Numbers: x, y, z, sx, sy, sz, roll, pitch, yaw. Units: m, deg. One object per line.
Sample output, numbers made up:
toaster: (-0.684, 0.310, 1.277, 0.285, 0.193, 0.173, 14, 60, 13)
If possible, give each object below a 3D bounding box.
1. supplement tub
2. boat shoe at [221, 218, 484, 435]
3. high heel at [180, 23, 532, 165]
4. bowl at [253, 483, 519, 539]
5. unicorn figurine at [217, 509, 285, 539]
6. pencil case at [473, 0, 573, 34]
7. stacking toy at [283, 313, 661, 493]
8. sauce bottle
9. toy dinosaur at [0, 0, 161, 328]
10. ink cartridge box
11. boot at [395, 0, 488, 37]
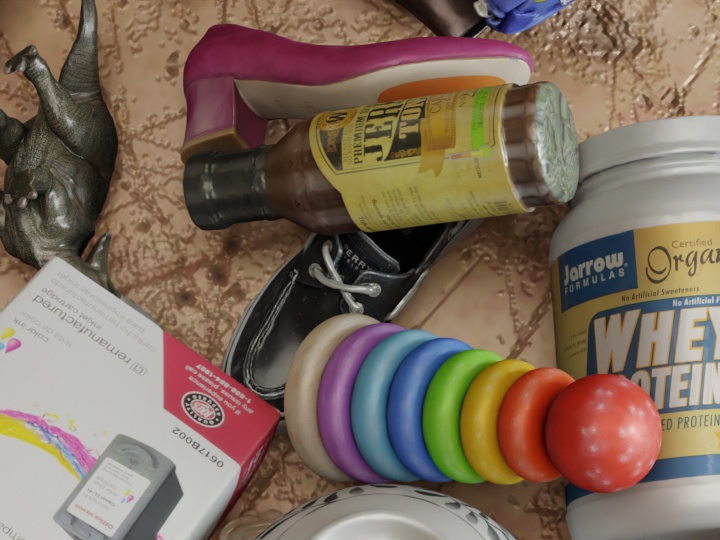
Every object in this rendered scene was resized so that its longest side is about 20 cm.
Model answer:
supplement tub: (0.167, 0.038, 1.205, 0.143, 0.145, 0.202, -3, 75, 1)
boat shoe: (0.000, 0.000, 1.260, 0.072, 0.068, 0.200, 43, 80, 12)
high heel: (-0.003, -0.110, 1.268, 0.199, 0.067, 0.096, -16, 49, 26)
bowl: (0.011, 0.172, 1.132, 0.199, 0.094, 0.202, -2, 57, 2)
unicorn figurine: (-0.056, 0.213, 1.211, 0.136, 0.074, 0.201, 9, 59, 5)
pencil case: (0.046, -0.210, 1.254, 0.087, 0.078, 0.200, -37, 85, -28)
stacking toy: (0.060, 0.069, 1.162, 0.199, 0.085, 0.086, 4, 71, 42)
sauce bottle: (0.007, -0.050, 1.209, 0.198, 0.065, 0.065, -8, 74, 21)
toy dinosaur: (-0.162, -0.054, 1.278, 0.076, 0.102, 0.201, -15, 61, 23)
ink cartridge box: (-0.151, 0.108, 1.163, 0.147, 0.086, 0.200, 34, 43, 4)
boot: (-0.004, -0.181, 1.306, 0.200, 0.072, 0.167, -38, 75, -12)
